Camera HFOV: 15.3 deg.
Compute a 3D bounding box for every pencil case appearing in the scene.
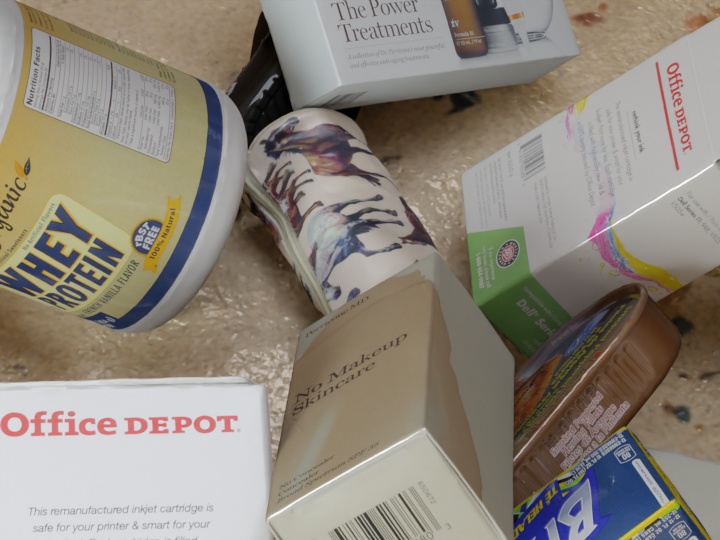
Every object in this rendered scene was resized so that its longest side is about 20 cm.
[{"bbox_3d":[0.000,0.000,1.474,0.089,0.078,0.201,-3,47,-35],"label":"pencil case"}]

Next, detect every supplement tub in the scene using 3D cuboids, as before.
[{"bbox_3d":[-0.176,-0.062,1.416,0.199,0.144,0.145,21,42,-27],"label":"supplement tub"}]

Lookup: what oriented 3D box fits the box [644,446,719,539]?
[{"bbox_3d":[0.140,0.186,1.335,0.082,0.069,0.201,13,48,3],"label":"box"}]

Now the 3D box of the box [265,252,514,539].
[{"bbox_3d":[0.018,0.080,1.292,0.095,0.078,0.200,-31,19,14],"label":"box"}]

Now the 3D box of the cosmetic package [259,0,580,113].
[{"bbox_3d":[0.026,-0.180,1.571,0.199,0.052,0.152,-11,79,-42],"label":"cosmetic package"}]

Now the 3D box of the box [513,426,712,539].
[{"bbox_3d":[0.074,0.168,1.270,0.200,0.070,0.064,-38,36,3],"label":"box"}]

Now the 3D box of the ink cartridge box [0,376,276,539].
[{"bbox_3d":[-0.112,0.159,1.251,0.144,0.084,0.202,-1,68,-9],"label":"ink cartridge box"}]

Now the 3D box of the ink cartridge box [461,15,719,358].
[{"bbox_3d":[0.155,-0.047,1.459,0.199,0.067,0.118,-31,36,23],"label":"ink cartridge box"}]

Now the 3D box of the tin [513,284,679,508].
[{"bbox_3d":[0.089,0.087,1.367,0.042,0.112,0.200,45,66,-5],"label":"tin"}]

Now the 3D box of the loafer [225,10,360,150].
[{"bbox_3d":[-0.034,-0.122,1.593,0.071,0.073,0.200,4,39,35],"label":"loafer"}]
